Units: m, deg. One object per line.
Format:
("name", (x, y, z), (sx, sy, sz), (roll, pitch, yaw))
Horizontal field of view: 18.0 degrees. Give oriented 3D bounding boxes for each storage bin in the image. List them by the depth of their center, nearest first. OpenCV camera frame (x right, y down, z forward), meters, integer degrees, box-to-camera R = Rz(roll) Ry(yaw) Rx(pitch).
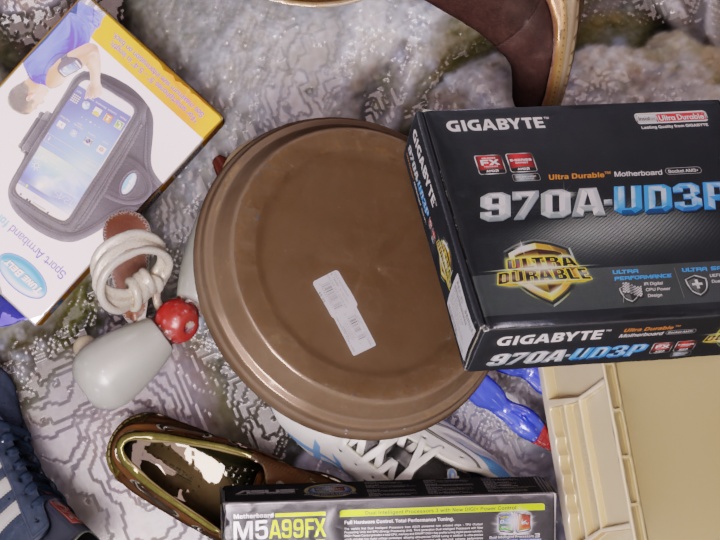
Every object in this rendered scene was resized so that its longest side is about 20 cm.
("storage bin", (0.224, 0.102, 1.367), (0.200, 0.094, 0.199), (-4, 76, -18))

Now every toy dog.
("toy dog", (-0.107, -0.010, 1.391), (0.200, 0.096, 0.132), (-26, 132, -31))

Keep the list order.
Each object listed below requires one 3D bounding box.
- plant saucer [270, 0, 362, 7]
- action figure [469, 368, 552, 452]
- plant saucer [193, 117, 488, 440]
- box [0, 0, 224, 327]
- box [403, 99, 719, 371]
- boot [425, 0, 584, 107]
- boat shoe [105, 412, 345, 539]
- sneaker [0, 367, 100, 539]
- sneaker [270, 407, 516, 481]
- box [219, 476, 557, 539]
("plant saucer", (-0.029, -0.264, 1.431), (0.200, 0.035, 0.200), (0, 89, -3))
("action figure", (0.059, 0.052, 1.422), (0.200, 0.099, 0.065), (35, 84, -24))
("plant saucer", (0.000, 0.000, 1.332), (0.200, 0.029, 0.200), (8, 70, -21))
("box", (-0.194, -0.060, 1.419), (0.119, 0.041, 0.200), (42, 85, -1))
("box", (0.139, -0.023, 1.319), (0.200, 0.046, 0.159), (-3, 55, -16))
("boot", (0.054, -0.183, 1.390), (0.166, 0.072, 0.200), (7, 132, 8))
("boat shoe", (-0.065, 0.148, 1.406), (0.200, 0.068, 0.072), (20, 86, -3))
("sneaker", (-0.199, 0.145, 1.369), (0.084, 0.075, 0.200), (-19, 68, 25))
("sneaker", (0.032, 0.118, 1.408), (0.200, 0.072, 0.072), (35, 84, -1))
("box", (0.017, 0.207, 1.356), (0.200, 0.044, 0.160), (-2, 98, -5))
